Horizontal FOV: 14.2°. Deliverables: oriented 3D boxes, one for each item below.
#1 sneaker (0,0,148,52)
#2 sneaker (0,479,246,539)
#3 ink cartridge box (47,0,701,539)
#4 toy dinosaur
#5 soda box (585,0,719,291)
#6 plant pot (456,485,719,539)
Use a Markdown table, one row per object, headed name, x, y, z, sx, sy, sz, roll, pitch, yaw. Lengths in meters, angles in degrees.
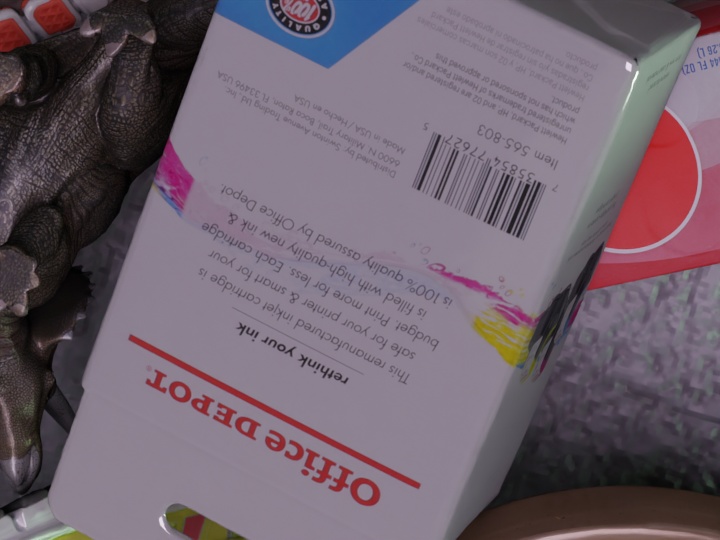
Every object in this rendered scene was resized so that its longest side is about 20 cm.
| name | x | y | z | sx | sy | sz | roll | pitch | yaw |
| --- | --- | --- | --- | --- | --- | --- | --- | --- | --- |
| sneaker | -0.154 | -0.051 | 0.884 | 0.200 | 0.082 | 0.077 | -29 | 139 | -13 |
| sneaker | -0.074 | 0.107 | 0.873 | 0.200 | 0.078 | 0.090 | -22 | 83 | -30 |
| ink cartridge box | 0.000 | 0.000 | 0.812 | 0.115 | 0.068 | 0.200 | 27 | 112 | 13 |
| toy dinosaur | -0.087 | -0.037 | 0.840 | 0.077 | 0.102 | 0.200 | 27 | 91 | 7 |
| soda box | 0.053 | -0.031 | 0.857 | 0.200 | 0.063 | 0.070 | -13 | 104 | 25 |
| plant pot | 0.076 | 0.139 | 0.914 | 0.201 | 0.093 | 0.201 | -1 | 119 | -1 |
